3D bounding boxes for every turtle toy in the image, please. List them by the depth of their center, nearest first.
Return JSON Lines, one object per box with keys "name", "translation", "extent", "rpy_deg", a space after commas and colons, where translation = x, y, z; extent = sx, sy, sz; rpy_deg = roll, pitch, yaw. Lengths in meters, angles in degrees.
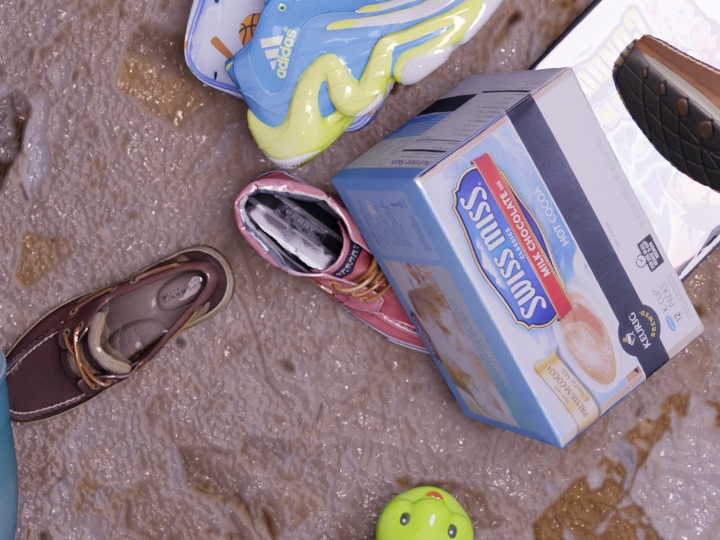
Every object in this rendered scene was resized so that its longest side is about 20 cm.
{"name": "turtle toy", "translation": [0.029, 0.246, 1.023], "extent": [0.144, 0.101, 0.202], "rpy_deg": [13, 97, 2]}

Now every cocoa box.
{"name": "cocoa box", "translation": [0.099, -0.010, 0.940], "extent": [0.131, 0.133, 0.201], "rpy_deg": [-36, 107, -18]}

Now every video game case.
{"name": "video game case", "translation": [0.209, -0.106, 1.013], "extent": [0.181, 0.026, 0.200], "rpy_deg": [44, 97, -2]}

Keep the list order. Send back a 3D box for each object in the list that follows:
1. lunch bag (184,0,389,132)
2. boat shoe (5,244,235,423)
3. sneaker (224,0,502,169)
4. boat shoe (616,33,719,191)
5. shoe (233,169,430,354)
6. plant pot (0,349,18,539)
{"name": "lunch bag", "translation": [-0.032, -0.205, 0.995], "extent": [0.159, 0.076, 0.202], "rpy_deg": [21, 98, 4]}
{"name": "boat shoe", "translation": [-0.181, 0.048, 1.031], "extent": [0.199, 0.072, 0.073], "rpy_deg": [-28, 93, 7]}
{"name": "sneaker", "translation": [-0.004, -0.156, 0.922], "extent": [0.199, 0.076, 0.105], "rpy_deg": [-37, 98, 12]}
{"name": "boat shoe", "translation": [0.263, -0.090, 0.968], "extent": [0.200, 0.076, 0.074], "rpy_deg": [40, 70, 8]}
{"name": "shoe", "translation": [0.000, 0.000, 1.004], "extent": [0.199, 0.091, 0.072], "rpy_deg": [33, 97, 0]}
{"name": "plant pot", "translation": [-0.322, 0.169, 1.002], "extent": [0.198, 0.200, 0.190], "rpy_deg": [-7, 110, 4]}
